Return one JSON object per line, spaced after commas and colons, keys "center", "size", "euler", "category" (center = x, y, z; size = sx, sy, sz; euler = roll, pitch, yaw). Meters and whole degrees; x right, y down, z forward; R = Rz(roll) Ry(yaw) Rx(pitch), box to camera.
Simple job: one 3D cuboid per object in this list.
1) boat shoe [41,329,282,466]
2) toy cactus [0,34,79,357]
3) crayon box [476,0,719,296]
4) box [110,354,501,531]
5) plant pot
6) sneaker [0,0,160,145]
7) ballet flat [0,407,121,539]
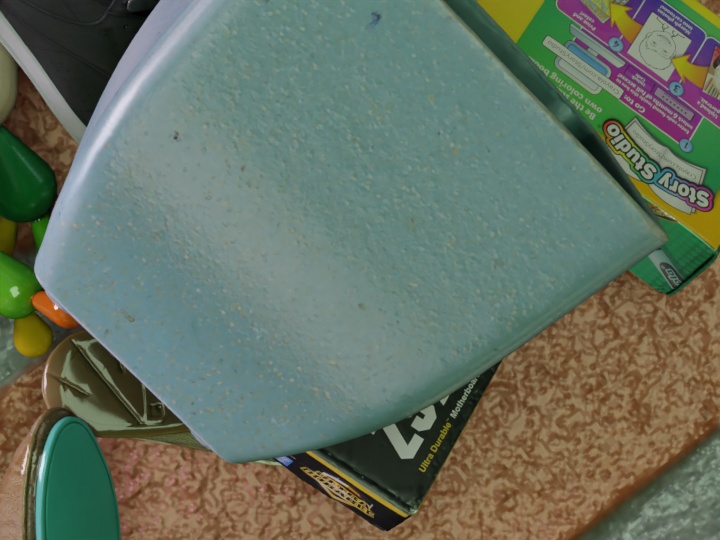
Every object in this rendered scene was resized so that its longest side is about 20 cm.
{"center": [-0.057, 0.061, 1.053], "size": [0.200, 0.063, 0.073], "euler": [1, 83, -10], "category": "boat shoe"}
{"center": [-0.185, -0.050, 0.981], "size": [0.200, 0.102, 0.165], "euler": [15, 83, -44], "category": "toy cactus"}
{"center": [0.107, -0.095, 1.031], "size": [0.200, 0.058, 0.119], "euler": [36, 60, -3], "category": "crayon box"}
{"center": [0.000, 0.000, 1.020], "size": [0.160, 0.049, 0.200], "euler": [35, 65, -5], "category": "box"}
{"center": [-0.024, -0.038, 0.880], "size": [0.200, 0.196, 0.196], "euler": [-42, 103, 10], "category": "plant pot"}
{"center": [-0.102, -0.114, 0.979], "size": [0.099, 0.071, 0.200], "euler": [-18, 128, 32], "category": "sneaker"}
{"center": [-0.146, 0.159, 1.024], "size": [0.072, 0.068, 0.200], "euler": [0, 116, 34], "category": "ballet flat"}
